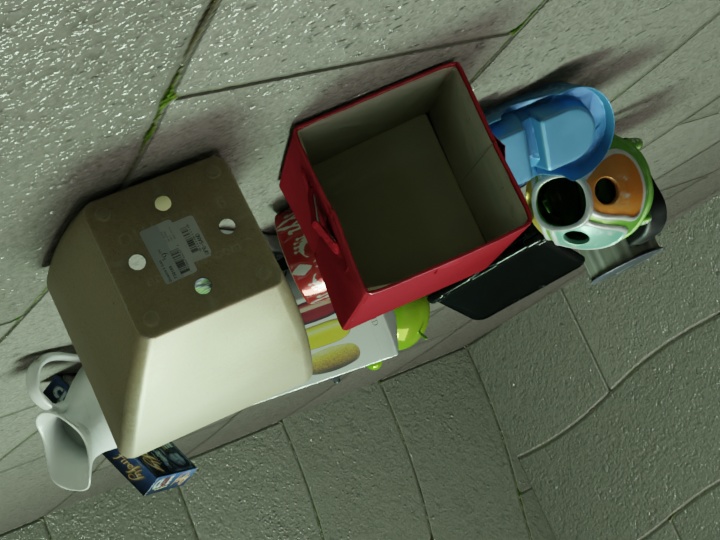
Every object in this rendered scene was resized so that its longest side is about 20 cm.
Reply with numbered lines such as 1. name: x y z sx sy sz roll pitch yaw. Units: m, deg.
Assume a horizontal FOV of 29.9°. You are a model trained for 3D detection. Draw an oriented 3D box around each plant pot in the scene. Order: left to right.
1. plant pot: -0.159 0.015 1.205 0.198 0.201 0.178 -22 160 -19

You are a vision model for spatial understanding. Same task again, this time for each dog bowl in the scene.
1. dog bowl: 0.187 -0.142 1.500 0.198 0.113 0.050 -23 -147 -12

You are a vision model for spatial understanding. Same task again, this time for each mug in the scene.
1. mug: 0.019 -0.045 1.508 0.198 0.135 0.178 -23 169 5

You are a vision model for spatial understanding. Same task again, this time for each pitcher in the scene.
1. pitcher: -0.328 0.150 1.695 0.120 0.174 0.200 -2 -152 34

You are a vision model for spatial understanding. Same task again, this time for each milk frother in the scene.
1. milk frother: 0.308 -0.081 1.894 0.198 0.190 0.181 -23 170 -11

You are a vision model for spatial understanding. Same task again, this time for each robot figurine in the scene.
1. robot figurine: 0.013 0.055 1.958 0.197 0.178 0.115 3 175 30

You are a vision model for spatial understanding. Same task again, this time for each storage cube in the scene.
1. storage cube: 0.038 -0.066 1.298 0.198 0.173 0.180 -23 171 -13

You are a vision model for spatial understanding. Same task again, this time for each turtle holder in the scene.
1. turtle holder: 0.250 -0.096 1.610 0.184 0.143 0.131 20 -157 30

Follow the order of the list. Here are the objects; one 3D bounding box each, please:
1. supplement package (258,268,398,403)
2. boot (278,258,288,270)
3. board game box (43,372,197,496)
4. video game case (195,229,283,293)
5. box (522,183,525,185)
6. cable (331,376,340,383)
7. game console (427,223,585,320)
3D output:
1. supplement package: -0.064 0.063 1.607 0.197 0.115 0.110 -20 -160 8
2. boot: 0.000 0.000 1.762 0.186 0.070 0.199 -10 177 23
3. board game box: -0.324 0.218 1.828 0.035 0.200 0.135 -49 167 8
4. video game case: -0.189 0.007 1.563 0.180 0.024 0.200 -28 171 17
5. box: 0.199 -0.133 1.688 0.199 0.033 0.121 -32 171 -33
6. cable: -0.100 0.075 1.833 0.051 0.161 0.201 -54 150 -28
7. game console: 0.179 -0.035 1.878 0.199 0.178 0.116 -31 176 30
